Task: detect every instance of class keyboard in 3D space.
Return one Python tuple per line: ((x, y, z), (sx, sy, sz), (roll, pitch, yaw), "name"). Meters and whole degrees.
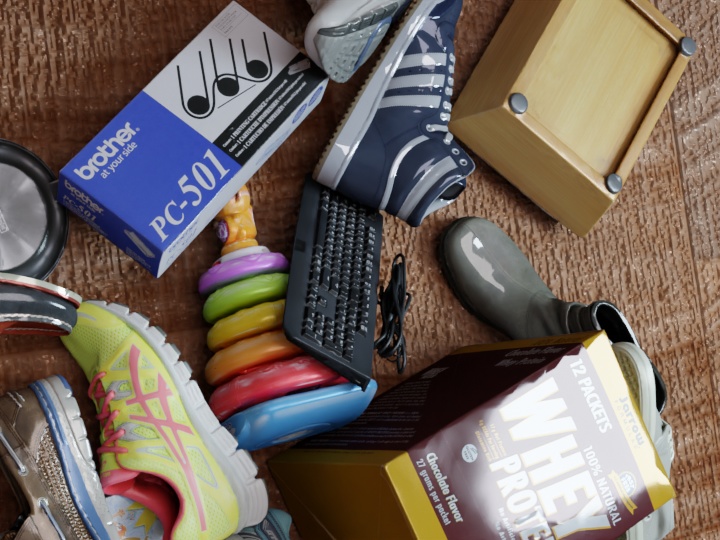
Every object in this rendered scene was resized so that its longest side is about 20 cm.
((0.000, 0.000, 1.098), (0.104, 0.040, 0.201), (34, 33, -21), "keyboard")

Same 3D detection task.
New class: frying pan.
((-0.223, -0.037, 1.062), (0.188, 0.031, 0.116), (-1, 86, -23), "frying pan")

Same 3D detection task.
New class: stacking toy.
((-0.076, 0.024, 1.095), (0.109, 0.116, 0.202), (-10, 77, -29), "stacking toy")

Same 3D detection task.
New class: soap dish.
((0.179, -0.154, 1.241), (0.157, 0.081, 0.201), (37, 69, -18), "soap dish")

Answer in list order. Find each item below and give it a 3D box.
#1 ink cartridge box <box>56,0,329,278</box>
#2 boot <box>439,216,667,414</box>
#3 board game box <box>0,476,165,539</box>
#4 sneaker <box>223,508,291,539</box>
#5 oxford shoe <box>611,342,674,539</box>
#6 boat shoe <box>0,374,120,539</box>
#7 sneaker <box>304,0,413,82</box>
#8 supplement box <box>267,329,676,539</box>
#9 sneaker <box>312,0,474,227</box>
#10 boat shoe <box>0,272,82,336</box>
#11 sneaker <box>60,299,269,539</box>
((-0.117, -0.097, 1.079), (0.094, 0.044, 0.200), (36, 60, 5), "ink cartridge box")
((0.157, 0.032, 1.181), (0.068, 0.130, 0.201), (-43, 103, -24), "boot")
((-0.159, 0.256, 1.055), (0.133, 0.034, 0.202), (-20, 93, -27), "board game box")
((-0.023, 0.251, 1.054), (0.201, 0.078, 0.086), (51, 52, -1), "sneaker")
((0.206, 0.131, 1.130), (0.057, 0.075, 0.202), (-22, 127, -18), "oxford shoe")
((-0.200, 0.175, 0.991), (0.072, 0.072, 0.202), (-17, 82, -22), "boat shoe")
((-0.013, -0.204, 1.130), (0.087, 0.075, 0.200), (37, 28, -4), "sneaker")
((0.076, 0.151, 1.092), (0.199, 0.197, 0.134), (-28, 97, -26), "supplement box")
((0.056, -0.126, 1.166), (0.108, 0.070, 0.201), (30, 73, 3), "sneaker")
((-0.284, 0.036, 0.992), (0.198, 0.071, 0.063), (2, 70, -17), "boat shoe")
((-0.151, 0.108, 1.027), (0.090, 0.078, 0.200), (-34, 78, -31), "sneaker")
